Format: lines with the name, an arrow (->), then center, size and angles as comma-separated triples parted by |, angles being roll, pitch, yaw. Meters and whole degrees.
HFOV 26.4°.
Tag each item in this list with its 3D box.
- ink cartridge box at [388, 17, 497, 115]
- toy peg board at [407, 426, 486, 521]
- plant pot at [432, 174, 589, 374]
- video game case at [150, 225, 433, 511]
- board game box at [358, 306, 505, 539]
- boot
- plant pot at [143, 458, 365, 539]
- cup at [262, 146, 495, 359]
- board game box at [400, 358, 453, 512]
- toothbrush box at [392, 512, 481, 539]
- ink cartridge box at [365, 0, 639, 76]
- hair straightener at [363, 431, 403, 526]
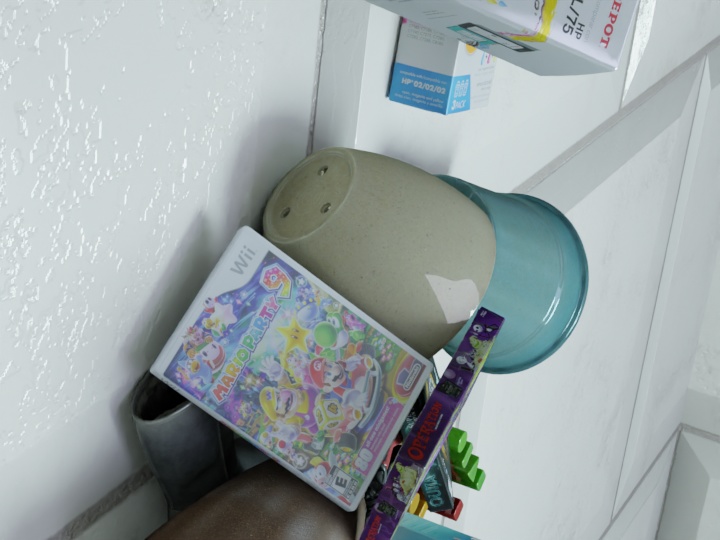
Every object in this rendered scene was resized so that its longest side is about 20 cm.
ink cartridge box -> 0.096, -0.262, 1.512 | 0.115, 0.067, 0.202 | -23, 127, -62
toy peg board -> 0.061, 0.263, 1.772 | 0.200, 0.097, 0.200 | -64, 156, -20
plant pot -> 0.110, -0.006, 1.596 | 0.196, 0.199, 0.202 | 23, 85, -59
video game case -> -0.051, 0.079, 1.234 | 0.144, 0.199, 0.018 | -59, -166, -22
board game box -> 0.060, 0.131, 1.274 | 0.200, 0.032, 0.121 | -55, 165, -48
boot -> -0.120, 0.133, 1.308 | 0.182, 0.072, 0.201 | -51, 143, -41
plant pot -> -0.080, 0.240, 1.242 | 0.200, 0.186, 0.188 | -50, 149, -47
cup -> -0.003, -0.024, 1.335 | 0.143, 0.199, 0.201 | 44, 63, -35
board game box -> 0.053, 0.112, 1.435 | 0.136, 0.028, 0.201 | -91, 168, -45
toothbrush box -> 0.018, 0.321, 1.577 | 0.085, 0.198, 0.148 | 9, 97, -72
ink cartridge box -> 0.136, -0.277, 1.368 | 0.146, 0.199, 0.148 | 13, -95, 68
hair straightener -> 0.023, 0.188, 1.386 | 0.200, 0.041, 0.078 | -87, -179, -77
